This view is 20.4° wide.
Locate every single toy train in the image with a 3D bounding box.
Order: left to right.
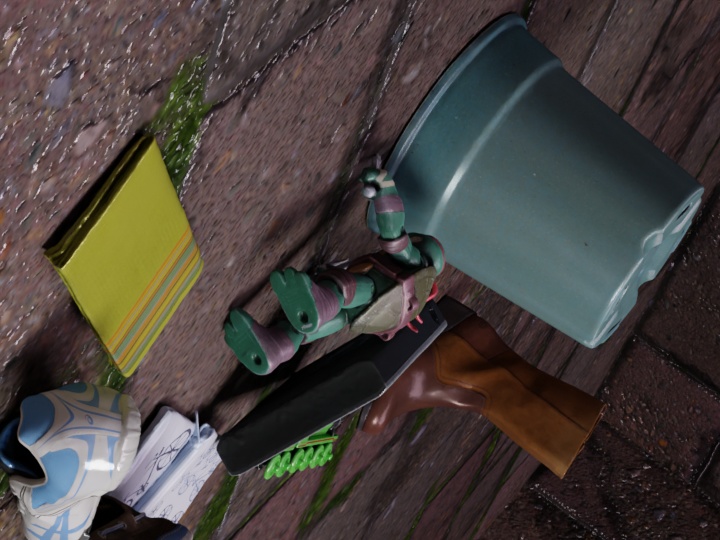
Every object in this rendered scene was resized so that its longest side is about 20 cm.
[{"bbox_3d":[-0.056,0.136,1.666,0.057,0.041,0.200,-66,166,5],"label":"toy train"}]

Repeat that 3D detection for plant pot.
[{"bbox_3d":[0.140,-0.057,1.516,0.201,0.195,0.201,-50,166,-17],"label":"plant pot"}]

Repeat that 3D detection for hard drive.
[{"bbox_3d":[-0.019,0.084,1.508,0.139,0.033,0.200,-30,-178,19],"label":"hard drive"}]

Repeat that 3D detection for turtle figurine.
[{"bbox_3d":[0.000,0.000,1.393,0.200,0.101,0.150,-32,155,-47],"label":"turtle figurine"}]

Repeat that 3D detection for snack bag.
[{"bbox_3d":[-0.165,0.181,1.416,0.189,0.021,0.200,-53,167,-6],"label":"snack bag"}]

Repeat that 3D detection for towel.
[{"bbox_3d":[-0.125,-0.005,1.091,0.086,0.018,0.200,-57,168,-14],"label":"towel"}]

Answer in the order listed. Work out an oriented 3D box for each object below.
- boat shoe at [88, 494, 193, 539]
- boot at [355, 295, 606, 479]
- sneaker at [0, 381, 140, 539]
[{"bbox_3d":[-0.154,0.177,1.277,0.072,0.072,0.200,-50,-176,-6],"label":"boat shoe"},{"bbox_3d":[0.114,0.139,1.922,0.188,0.199,0.069,-42,163,-44],"label":"boot"},{"bbox_3d":[-0.173,0.109,1.131,0.200,0.072,0.072,127,-23,-63],"label":"sneaker"}]
